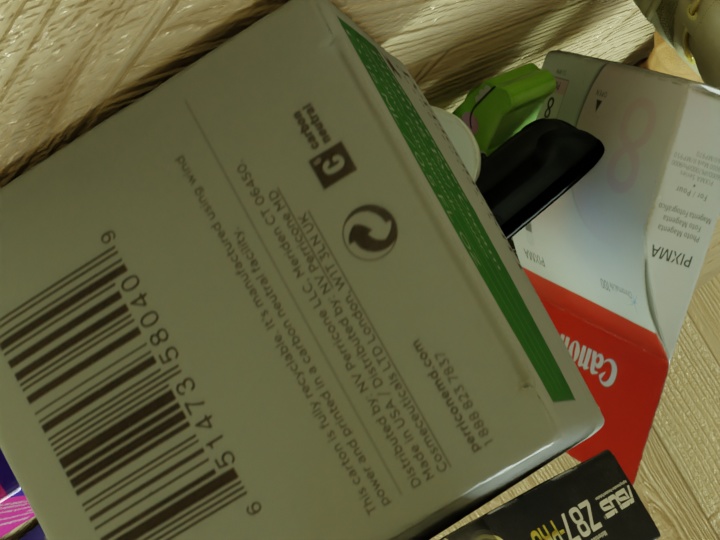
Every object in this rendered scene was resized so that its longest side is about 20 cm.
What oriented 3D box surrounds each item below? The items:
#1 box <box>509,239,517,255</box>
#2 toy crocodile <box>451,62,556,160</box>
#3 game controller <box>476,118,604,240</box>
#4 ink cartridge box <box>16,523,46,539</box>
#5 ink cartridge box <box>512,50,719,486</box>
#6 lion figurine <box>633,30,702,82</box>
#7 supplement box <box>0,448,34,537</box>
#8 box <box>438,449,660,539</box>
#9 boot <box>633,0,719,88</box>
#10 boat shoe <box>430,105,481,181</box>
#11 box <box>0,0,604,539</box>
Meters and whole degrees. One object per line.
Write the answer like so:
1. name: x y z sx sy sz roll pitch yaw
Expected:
1. box: 0.046 0.072 1.334 0.198 0.048 0.194 -17 135 -22
2. toy crocodile: 0.041 -0.048 1.072 0.067 0.062 0.200 -23 167 -42
3. game controller: 0.038 -0.003 0.979 0.200 0.042 0.104 -40 -167 3
4. ink cartridge box: -0.231 0.216 1.679 0.198 0.044 0.199 -38 170 40
5. ink cartridge box: 0.118 -0.007 1.028 0.202 0.057 0.162 -69 -156 4
6. lion figurine: 0.203 -0.127 1.205 0.121 0.073 0.200 -16 155 -7
7. supplement box: -0.227 0.095 0.846 0.199 0.102 0.103 -32 172 9
8. box: 0.007 0.150 0.789 0.199 0.049 0.161 -35 167 27
9. boot: 0.210 -0.115 0.958 0.072 0.156 0.200 -28 171 -15
10. boat shoe: -0.030 -0.023 0.979 0.198 0.071 0.064 -25 172 11
11. box: -0.034 0.031 0.808 0.199 0.200 0.171 -31 171 8
